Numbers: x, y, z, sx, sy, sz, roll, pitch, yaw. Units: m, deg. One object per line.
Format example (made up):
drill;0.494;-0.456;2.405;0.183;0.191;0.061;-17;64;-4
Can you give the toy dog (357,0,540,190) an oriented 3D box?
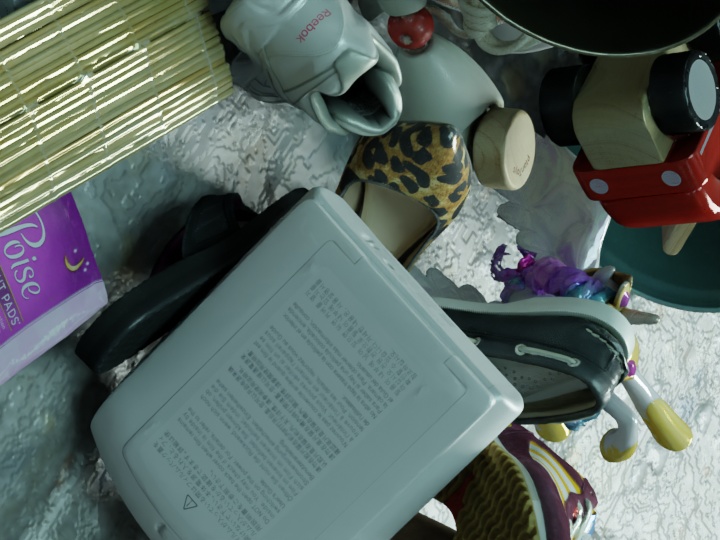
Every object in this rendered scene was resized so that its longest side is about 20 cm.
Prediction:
toy dog;0.052;-0.134;1.457;0.096;0.132;0.200;-62;165;-44

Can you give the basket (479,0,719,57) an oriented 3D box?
basket;0.096;-0.215;1.313;0.180;0.200;0.136;23;106;-23

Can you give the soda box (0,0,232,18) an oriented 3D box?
soda box;-0.127;-0.158;1.301;0.200;0.063;0.068;-27;113;-42

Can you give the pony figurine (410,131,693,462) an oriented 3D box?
pony figurine;0.116;0.026;1.508;0.167;0.193;0.200;-45;148;-17

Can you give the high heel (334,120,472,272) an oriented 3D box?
high heel;0.000;0.000;1.369;0.071;0.200;0.143;28;65;-8

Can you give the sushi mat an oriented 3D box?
sushi mat;-0.141;-0.094;1.226;0.200;0.012;0.096;-35;114;-43

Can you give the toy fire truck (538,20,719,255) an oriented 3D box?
toy fire truck;0.192;-0.078;1.471;0.200;0.129;0.176;59;41;-32

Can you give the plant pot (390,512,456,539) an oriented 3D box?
plant pot;0.008;0.207;1.400;0.200;0.175;0.200;-5;96;-48

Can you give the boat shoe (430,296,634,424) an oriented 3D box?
boat shoe;0.058;0.057;1.416;0.076;0.200;0.060;59;37;-30

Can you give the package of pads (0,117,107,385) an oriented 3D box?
package of pads;-0.223;0.015;1.205;0.200;0.076;0.121;-39;122;-38

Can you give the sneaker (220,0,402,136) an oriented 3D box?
sneaker;-0.019;-0.107;1.350;0.078;0.099;0.200;-44;172;2

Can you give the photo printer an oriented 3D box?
photo printer;-0.037;0.081;1.312;0.200;0.166;0.069;-46;166;10

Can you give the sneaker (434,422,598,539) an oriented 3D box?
sneaker;0.096;0.135;1.318;0.090;0.200;0.075;24;108;-20

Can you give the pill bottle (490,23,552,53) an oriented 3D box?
pill bottle;0.083;-0.239;1.479;0.120;0.120;0.200;-44;124;-35

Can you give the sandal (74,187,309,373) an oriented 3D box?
sandal;-0.091;-0.010;1.349;0.048;0.075;0.200;47;39;8

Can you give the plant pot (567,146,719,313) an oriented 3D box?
plant pot;0.233;-0.092;1.622;0.134;0.200;0.200;-66;141;-59
